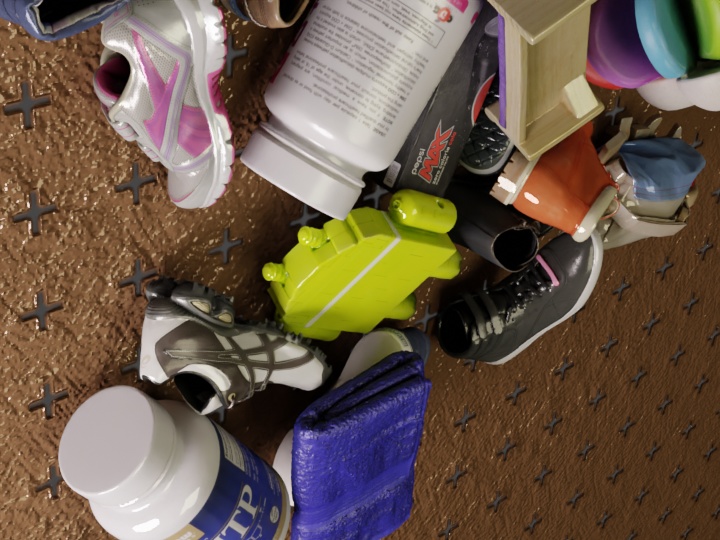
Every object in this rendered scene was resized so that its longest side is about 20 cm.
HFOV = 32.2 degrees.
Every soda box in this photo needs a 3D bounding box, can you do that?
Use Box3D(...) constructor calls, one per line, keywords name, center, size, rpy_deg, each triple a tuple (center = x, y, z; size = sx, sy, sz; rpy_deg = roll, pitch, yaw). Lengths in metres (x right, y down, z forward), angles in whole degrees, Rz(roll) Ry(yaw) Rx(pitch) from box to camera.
Box3D(name="soda box", center=(0.066, -0.162, 1.053), size=(0.071, 0.063, 0.201), rpy_deg=(5, 113, -47))

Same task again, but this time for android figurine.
Box3D(name="android figurine", center=(0.000, 0.000, 1.070), size=(0.182, 0.041, 0.199), rpy_deg=(-44, 149, 27))

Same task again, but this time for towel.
Box3D(name="towel", center=(0.002, 0.179, 1.119), size=(0.147, 0.049, 0.201), rpy_deg=(-30, 140, -33))

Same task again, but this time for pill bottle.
Box3D(name="pill bottle", center=(-0.003, -0.148, 0.951), size=(0.113, 0.113, 0.201), rpy_deg=(25, 98, -51))
Box3D(name="pill bottle", center=(-0.152, 0.175, 1.023), size=(0.120, 0.120, 0.200), rpy_deg=(-50, 141, -6))

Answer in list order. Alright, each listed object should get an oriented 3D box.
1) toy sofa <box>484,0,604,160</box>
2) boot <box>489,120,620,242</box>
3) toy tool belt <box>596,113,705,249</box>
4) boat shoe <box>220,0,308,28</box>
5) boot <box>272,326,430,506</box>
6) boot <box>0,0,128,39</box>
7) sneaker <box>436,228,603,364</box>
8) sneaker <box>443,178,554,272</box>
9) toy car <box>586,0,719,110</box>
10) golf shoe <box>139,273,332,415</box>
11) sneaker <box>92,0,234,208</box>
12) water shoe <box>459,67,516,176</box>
Box3D(name="toy sofa", center=(0.136, -0.182, 0.981), size=(0.083, 0.098, 0.200), rpy_deg=(-36, 159, -7))
Box3D(name="boot", center=(0.198, -0.090, 1.170), size=(0.075, 0.107, 0.200), rpy_deg=(-63, 172, 34))
Box3D(name="toy tool belt", center=(0.300, -0.102, 1.294), size=(0.199, 0.125, 0.123), rpy_deg=(-17, 137, -39))
Box3D(name="boat shoe", center=(-0.028, -0.262, 0.875), size=(0.072, 0.072, 0.201), rpy_deg=(7, 111, -48))
Box3D(name="boot", center=(-0.003, 0.140, 1.197), size=(0.200, 0.073, 0.090), rpy_deg=(-53, 162, 14))
Box3D(name="boot", center=(-0.141, -0.207, 0.771), size=(0.200, 0.090, 0.073), rpy_deg=(-39, 139, -20))
Box3D(name="sneaker", center=(0.153, 0.029, 1.236), size=(0.099, 0.071, 0.200), rpy_deg=(-1, 142, -45))
Box3D(name="sneaker", center=(0.151, -0.038, 1.194), size=(0.199, 0.106, 0.075), rpy_deg=(-5, 120, -44))
Box3D(name="toy car", center=(0.261, -0.222, 1.120), size=(0.149, 0.200, 0.176), rpy_deg=(-20, 102, -9))
Box3D(name="golf shoe", center=(-0.106, 0.078, 1.020), size=(0.200, 0.077, 0.095), rpy_deg=(29, 71, -42))
Box3D(name="sneaker", center=(-0.139, -0.122, 0.865), size=(0.088, 0.082, 0.201), rpy_deg=(-12, 137, -12))
Box3D(name="water shoe", center=(0.139, -0.181, 1.128), size=(0.201, 0.071, 0.079), rpy_deg=(-62, 170, 3))
